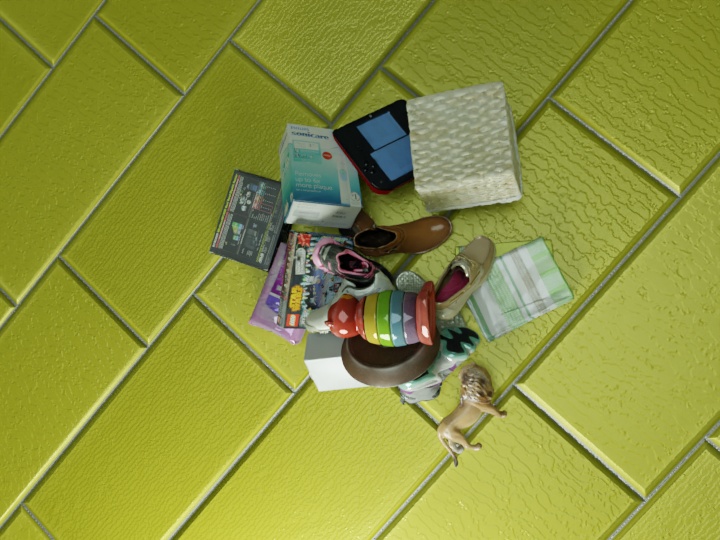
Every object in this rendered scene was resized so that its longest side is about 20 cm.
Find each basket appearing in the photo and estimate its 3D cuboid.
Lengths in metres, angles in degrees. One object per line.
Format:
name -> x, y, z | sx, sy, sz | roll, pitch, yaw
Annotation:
basket -> 0.201, -0.232, 1.272 | 0.200, 0.161, 0.198 | -7, 81, 13

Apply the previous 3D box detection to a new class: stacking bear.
stacking bear -> 0.035, 0.085, 1.240 | 0.200, 0.121, 0.114 | -2, 101, 13

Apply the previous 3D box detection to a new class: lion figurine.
lion figurine -> 0.209, 0.289, 1.329 | 0.122, 0.072, 0.200 | 35, 87, -20

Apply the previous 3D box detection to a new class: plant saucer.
plant saucer -> 0.055, 0.136, 1.293 | 0.200, 0.035, 0.200 | -9, 42, 9

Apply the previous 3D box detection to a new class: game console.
game console -> 0.065, -0.261, 1.389 | 0.200, 0.031, 0.177 | -30, 80, -25

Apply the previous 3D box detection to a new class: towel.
towel -> 0.313, 0.039, 1.353 | 0.200, 0.031, 0.149 | -28, 88, 11
towel -> 0.298, -0.015, 1.378 | 0.200, 0.018, 0.086 | -4, 91, 11

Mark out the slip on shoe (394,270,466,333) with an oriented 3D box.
slip on shoe -> 0.148, 0.078, 1.384 | 0.074, 0.061, 0.200 | -45, 92, -1

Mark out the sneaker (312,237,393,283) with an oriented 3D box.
sneaker -> 0.000, 0.000, 1.344 | 0.095, 0.200, 0.079 | 11, 79, 54

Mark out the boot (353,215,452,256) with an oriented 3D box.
boot -> 0.086, -0.075, 1.357 | 0.200, 0.155, 0.077 | -8, 84, 12

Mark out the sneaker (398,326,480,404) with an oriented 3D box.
sneaker -> 0.155, 0.203, 1.350 | 0.200, 0.140, 0.078 | -26, 51, -19

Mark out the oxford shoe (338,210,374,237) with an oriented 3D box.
oxford shoe -> -0.052, -0.144, 1.450 | 0.200, 0.071, 0.071 | 43, 66, 14

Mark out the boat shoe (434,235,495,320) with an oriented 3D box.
boat shoe -> 0.206, 0.006, 1.325 | 0.074, 0.069, 0.200 | 25, 72, 28

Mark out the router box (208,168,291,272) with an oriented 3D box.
router box -> -0.233, -0.109, 1.478 | 0.150, 0.062, 0.200 | 18, 90, 13

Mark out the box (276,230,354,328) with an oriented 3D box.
box -> -0.092, 0.022, 1.374 | 0.137, 0.040, 0.200 | 3, 101, -31

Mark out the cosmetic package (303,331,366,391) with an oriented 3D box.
cosmetic package -> -0.006, 0.180, 1.374 | 0.200, 0.113, 0.081 | -6, 43, 12

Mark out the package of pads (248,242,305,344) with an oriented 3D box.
package of pads -> -0.150, 0.049, 1.443 | 0.120, 0.076, 0.200 | 23, 91, 10

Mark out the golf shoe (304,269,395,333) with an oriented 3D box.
golf shoe -> -0.029, 0.056, 1.320 | 0.200, 0.078, 0.097 | -21, 119, 9

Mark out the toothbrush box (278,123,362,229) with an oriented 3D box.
toothbrush box -> -0.086, -0.195, 1.374 | 0.146, 0.085, 0.200 | 5, 57, -19
